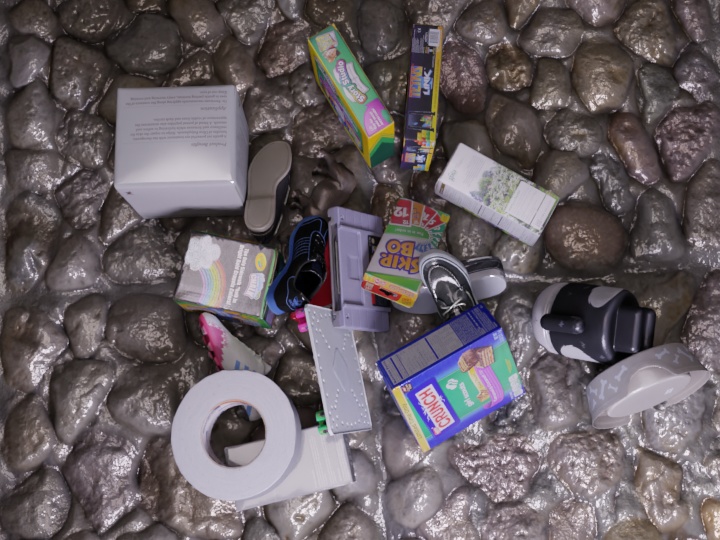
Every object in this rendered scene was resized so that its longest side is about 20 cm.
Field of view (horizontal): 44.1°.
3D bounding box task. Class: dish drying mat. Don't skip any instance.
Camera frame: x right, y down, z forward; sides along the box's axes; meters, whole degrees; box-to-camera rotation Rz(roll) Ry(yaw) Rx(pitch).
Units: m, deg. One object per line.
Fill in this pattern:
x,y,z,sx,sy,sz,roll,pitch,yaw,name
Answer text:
-0.052,0.004,1.529,0.076,0.018,0.202,30,80,-30,dish drying mat

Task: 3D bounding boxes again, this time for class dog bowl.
0.452,0.183,1.420,0.198,0.200,0.059,-20,64,-2,dog bowl

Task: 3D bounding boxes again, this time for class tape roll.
-0.194,0.259,1.401,0.198,0.066,0.203,-1,77,3,tape roll

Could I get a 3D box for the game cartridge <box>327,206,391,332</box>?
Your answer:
0.000,0.000,1.498,0.038,0.129,0.202,-13,76,41,game cartridge

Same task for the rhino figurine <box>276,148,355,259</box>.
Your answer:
-0.081,-0.107,1.549,0.087,0.060,0.201,30,83,9,rhino figurine

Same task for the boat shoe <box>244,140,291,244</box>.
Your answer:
-0.159,-0.137,1.550,0.072,0.063,0.202,2,56,11,boat shoe

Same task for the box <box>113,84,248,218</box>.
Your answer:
-0.293,-0.194,1.499,0.197,0.200,0.173,-2,77,0,box

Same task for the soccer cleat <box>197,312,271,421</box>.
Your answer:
-0.203,0.153,1.496,0.086,0.070,0.202,-26,95,-17,soccer cleat

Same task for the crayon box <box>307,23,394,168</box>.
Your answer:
-0.012,-0.294,1.524,0.058,0.173,0.201,-30,80,-4,crayon box

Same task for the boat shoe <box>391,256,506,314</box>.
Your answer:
0.148,0.018,1.520,0.198,0.072,0.068,-15,45,12,boat shoe

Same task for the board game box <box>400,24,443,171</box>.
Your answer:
0.103,-0.292,1.524,0.056,0.165,0.202,5,79,0,board game box

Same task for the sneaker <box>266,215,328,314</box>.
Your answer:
-0.081,-0.014,1.441,0.077,0.070,0.201,-13,43,39,sneaker

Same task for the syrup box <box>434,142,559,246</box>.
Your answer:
0.233,-0.130,1.534,0.199,0.081,0.079,29,80,7,syrup box

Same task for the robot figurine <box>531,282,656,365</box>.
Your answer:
0.373,0.087,1.440,0.199,0.151,0.125,8,54,44,robot figurine

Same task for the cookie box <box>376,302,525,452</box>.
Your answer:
0.148,0.175,1.436,0.199,0.172,0.075,-29,39,-3,cookie box

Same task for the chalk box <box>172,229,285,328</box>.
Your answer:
-0.195,0.022,1.496,0.198,0.124,0.126,13,79,3,chalk box

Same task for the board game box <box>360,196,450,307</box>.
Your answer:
0.077,-0.034,1.507,0.095,0.030,0.201,21,58,6,board game box

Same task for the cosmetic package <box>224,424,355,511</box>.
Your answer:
-0.114,0.320,1.459,0.198,0.090,0.108,-12,78,2,cosmetic package

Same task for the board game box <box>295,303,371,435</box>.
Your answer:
-0.042,0.162,1.432,0.026,0.200,0.202,-15,78,16,board game box

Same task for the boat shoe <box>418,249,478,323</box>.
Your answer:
0.158,0.052,1.453,0.072,0.071,0.201,-25,122,19,boat shoe
